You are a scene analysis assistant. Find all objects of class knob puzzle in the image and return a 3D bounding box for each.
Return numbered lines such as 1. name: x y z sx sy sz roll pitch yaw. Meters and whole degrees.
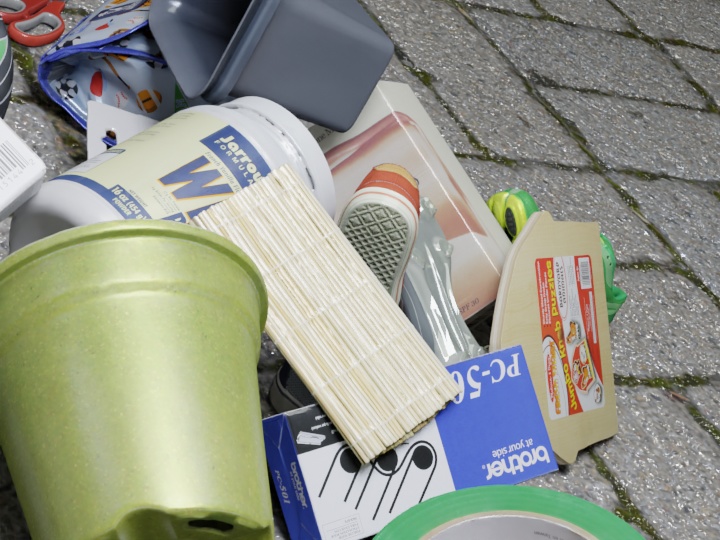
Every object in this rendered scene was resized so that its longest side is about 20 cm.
1. knob puzzle: 0.142 0.053 1.415 0.030 0.220 0.220 -5 12 31

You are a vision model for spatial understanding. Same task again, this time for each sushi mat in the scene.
1. sushi mat: -0.022 0.027 1.200 0.096 0.012 0.200 -35 87 -36

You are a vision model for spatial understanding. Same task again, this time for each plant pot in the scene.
1. plant pot: -0.132 0.103 1.078 0.200 0.200 0.184 9 45 -32

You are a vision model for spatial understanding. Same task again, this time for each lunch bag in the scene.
1. lunch bag: -0.157 -0.171 1.548 0.200 0.124 0.170 18 28 5

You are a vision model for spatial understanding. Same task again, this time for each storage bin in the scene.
1. storage bin: -0.062 -0.199 1.405 0.134 0.146 0.200 21 19 -28

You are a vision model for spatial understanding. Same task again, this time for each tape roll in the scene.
1. tape roll: 0.095 0.217 1.133 0.200 0.048 0.200 0 34 0

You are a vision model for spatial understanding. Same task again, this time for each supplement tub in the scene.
1. supplement tub: -0.128 -0.029 1.266 0.145 0.145 0.200 40 49 20

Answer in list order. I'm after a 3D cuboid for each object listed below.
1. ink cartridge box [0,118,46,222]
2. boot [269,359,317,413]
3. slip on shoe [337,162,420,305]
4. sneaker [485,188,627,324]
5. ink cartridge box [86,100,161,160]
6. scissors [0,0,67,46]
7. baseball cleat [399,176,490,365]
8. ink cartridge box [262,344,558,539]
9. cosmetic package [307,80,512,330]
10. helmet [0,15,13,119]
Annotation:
1. ink cartridge box: -0.330 -0.060 1.136 0.176 0.045 0.200 47 68 0
2. boot: 0.033 0.106 1.294 0.200 0.090 0.073 32 29 7
3. slip on shoe: 0.000 0.000 1.326 0.074 0.200 0.061 21 46 -1
4. sneaker: 0.165 -0.014 1.534 0.074 0.084 0.200 38 -9 44
5. ink cartridge box: -0.132 -0.051 1.427 0.200 0.067 0.116 18 31 -20
6. scissors: -0.277 -0.245 1.673 0.073 0.014 0.200 32 28 11
7. baseball cleat: 0.033 0.033 1.375 0.070 0.106 0.200 0 64 -48
8. ink cartridge box: 0.035 0.119 1.231 0.200 0.044 0.094 -15 86 -33
9. cosmetic package: 0.039 -0.043 1.452 0.200 0.103 0.087 56 18 10
10. helmet: -0.338 -0.139 1.263 0.191 0.200 0.200 34 20 -39
